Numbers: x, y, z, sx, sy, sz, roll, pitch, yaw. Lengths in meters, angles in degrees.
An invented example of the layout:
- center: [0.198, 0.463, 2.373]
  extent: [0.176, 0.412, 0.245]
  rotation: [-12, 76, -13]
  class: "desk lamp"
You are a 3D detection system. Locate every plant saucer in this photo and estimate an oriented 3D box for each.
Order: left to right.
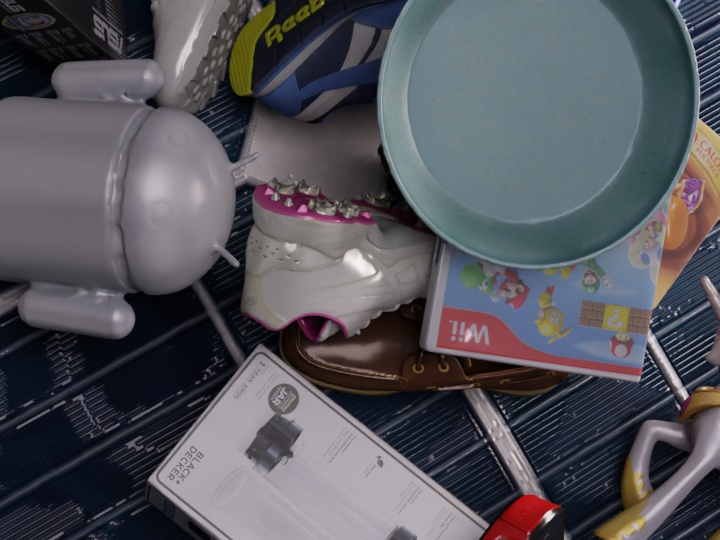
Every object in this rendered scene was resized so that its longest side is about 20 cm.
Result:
- center: [0.102, -0.102, 1.243]
  extent: [0.199, 0.036, 0.201]
  rotation: [-2, 96, -13]
  class: "plant saucer"

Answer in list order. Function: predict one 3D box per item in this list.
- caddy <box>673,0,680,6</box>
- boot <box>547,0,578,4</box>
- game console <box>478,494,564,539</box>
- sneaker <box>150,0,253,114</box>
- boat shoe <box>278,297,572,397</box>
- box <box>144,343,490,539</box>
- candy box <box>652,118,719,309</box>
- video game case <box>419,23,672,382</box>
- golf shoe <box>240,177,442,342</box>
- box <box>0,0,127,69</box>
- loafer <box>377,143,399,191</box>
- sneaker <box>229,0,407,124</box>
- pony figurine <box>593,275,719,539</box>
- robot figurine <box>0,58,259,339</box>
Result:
- center: [0.126, -0.186, 1.393]
  extent: [0.141, 0.105, 0.200]
  rotation: [45, 71, -2]
  class: "caddy"
- center: [0.167, -0.270, 1.282]
  extent: [0.073, 0.162, 0.199]
  rotation: [33, 45, -21]
  class: "boot"
- center: [0.061, 0.239, 1.259]
  extent: [0.031, 0.177, 0.200]
  rotation: [31, 70, 24]
  class: "game console"
- center: [-0.108, -0.194, 1.358]
  extent: [0.080, 0.076, 0.201]
  rotation: [17, 70, 1]
  class: "sneaker"
- center: [0.048, 0.042, 1.346]
  extent: [0.199, 0.068, 0.072]
  rotation: [4, 78, -14]
  class: "boat shoe"
- center: [-0.022, 0.155, 1.292]
  extent: [0.200, 0.060, 0.117]
  rotation: [37, 71, 5]
  class: "box"
- center: [0.136, -0.082, 1.322]
  extent: [0.200, 0.056, 0.117]
  rotation: [39, 83, -15]
  class: "candy box"
- center: [0.121, -0.040, 1.283]
  extent: [0.142, 0.017, 0.201]
  rotation: [9, 93, -14]
  class: "video game case"
- center: [0.000, 0.000, 1.293]
  extent: [0.200, 0.075, 0.092]
  rotation: [9, 103, -45]
  class: "golf shoe"
- center: [-0.194, -0.217, 1.265]
  extent: [0.044, 0.200, 0.161]
  rotation: [-8, 79, 10]
  class: "box"
- center: [0.100, -0.033, 1.372]
  extent: [0.199, 0.075, 0.070]
  rotation: [24, 69, -10]
  class: "loafer"
- center: [0.012, -0.159, 1.330]
  extent: [0.082, 0.200, 0.074]
  rotation: [36, 37, -39]
  class: "sneaker"
- center: [0.270, 0.120, 1.362]
  extent: [0.193, 0.167, 0.201]
  rotation: [28, 88, 0]
  class: "pony figurine"
- center: [-0.161, -0.046, 1.262]
  extent: [0.199, 0.113, 0.170]
  rotation: [6, 87, 15]
  class: "robot figurine"
